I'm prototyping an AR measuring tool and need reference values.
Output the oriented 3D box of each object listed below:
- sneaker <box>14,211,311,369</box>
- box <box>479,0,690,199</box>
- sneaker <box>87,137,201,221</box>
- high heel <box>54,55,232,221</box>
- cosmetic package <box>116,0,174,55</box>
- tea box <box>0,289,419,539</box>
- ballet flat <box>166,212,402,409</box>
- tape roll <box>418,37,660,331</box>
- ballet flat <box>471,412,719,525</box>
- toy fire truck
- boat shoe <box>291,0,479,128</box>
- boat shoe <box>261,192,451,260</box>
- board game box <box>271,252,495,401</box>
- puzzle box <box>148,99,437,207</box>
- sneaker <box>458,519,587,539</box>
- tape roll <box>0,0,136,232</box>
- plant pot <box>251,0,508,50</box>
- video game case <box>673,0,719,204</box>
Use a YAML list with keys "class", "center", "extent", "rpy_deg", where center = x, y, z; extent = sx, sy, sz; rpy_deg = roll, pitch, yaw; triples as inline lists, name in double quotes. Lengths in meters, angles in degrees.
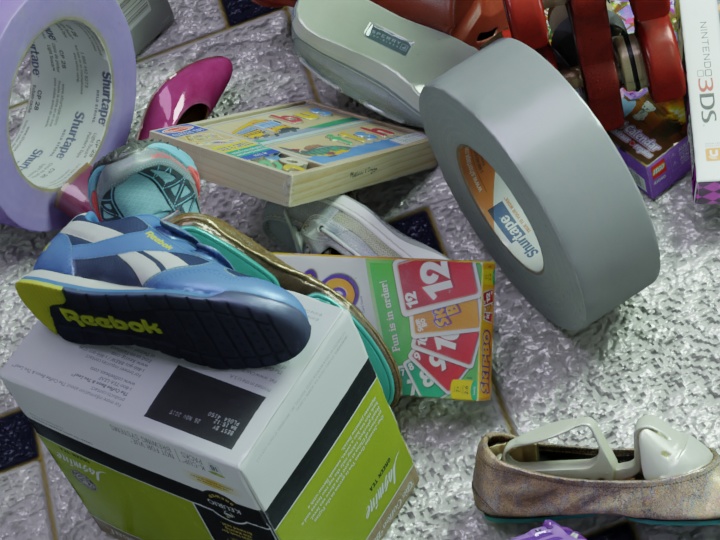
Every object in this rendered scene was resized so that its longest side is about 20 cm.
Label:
- class: "sneaker"
  center: [-0.116, 0.005, 1.341]
  extent: [0.199, 0.074, 0.082]
  rpy_deg: [11, 53, 25]
- class: "box"
  center: [0.206, -0.153, 1.661]
  extent: [0.137, 0.039, 0.200]
  rpy_deg: [-37, 49, -15]
- class: "sneaker"
  center: [-0.131, -0.008, 1.541]
  extent: [0.079, 0.200, 0.096]
  rpy_deg: [-24, 49, -6]
- class: "high heel"
  center: [-0.144, -0.086, 1.720]
  extent: [0.096, 0.067, 0.200]
  rpy_deg: [35, 66, 14]
- class: "cosmetic package"
  center: [-0.265, -0.259, 1.867]
  extent: [0.200, 0.107, 0.090]
  rpy_deg: [23, 60, 35]
- class: "tea box"
  center: [-0.095, 0.104, 1.431]
  extent: [0.199, 0.197, 0.134]
  rpy_deg: [18, 59, 30]
- class: "ballet flat"
  center: [-0.053, 0.024, 1.489]
  extent: [0.068, 0.200, 0.072]
  rpy_deg: [-54, 8, 14]
- class: "tape roll"
  center: [0.122, -0.058, 1.498]
  extent: [0.066, 0.201, 0.200]
  rpy_deg: [-33, 48, -11]
- class: "ballet flat"
  center: [0.166, 0.128, 1.403]
  extent: [0.199, 0.068, 0.068]
  rpy_deg: [-3, 17, 15]
- class: "toy fire truck"
  center: [0.157, -0.206, 1.559]
  extent: [0.112, 0.200, 0.168]
  rpy_deg: [-14, 49, 5]
- class: "boat shoe"
  center: [0.035, -0.149, 1.689]
  extent: [0.200, 0.072, 0.070]
  rpy_deg: [30, 63, 7]
- class: "boat shoe"
  center: [0.001, 0.001, 1.576]
  extent: [0.202, 0.075, 0.065]
  rpy_deg: [30, 66, 26]
- class: "board game box"
  center: [0.000, 0.038, 1.527]
  extent: [0.199, 0.030, 0.096]
  rpy_deg: [2, 91, 32]
- class: "puzzle box"
  center: [-0.047, -0.091, 1.624]
  extent: [0.133, 0.026, 0.200]
  rpy_deg: [17, 20, 30]
- class: "sneaker"
  center: [0.140, 0.188, 1.366]
  extent: [0.199, 0.081, 0.084]
  rpy_deg: [-2, 39, 14]
- class: "tape roll"
  center: [-0.265, -0.136, 1.695]
  extent: [0.085, 0.200, 0.200]
  rpy_deg: [12, 55, 28]
- class: "plant pot"
  center: [0.033, -0.275, 1.733]
  extent: [0.195, 0.201, 0.201]
  rpy_deg: [24, 61, 25]
- class: "video game case"
  center: [0.333, -0.136, 1.569]
  extent: [0.199, 0.036, 0.182]
  rpy_deg: [-2, 60, 5]
